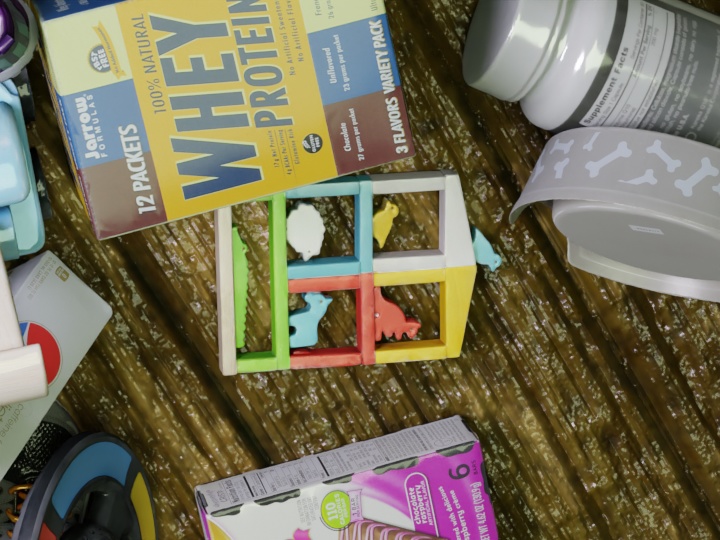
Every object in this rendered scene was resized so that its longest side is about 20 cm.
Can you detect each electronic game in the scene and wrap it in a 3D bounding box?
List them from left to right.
[{"bbox_3d":[-0.179,0.206,1.509,0.041,0.200,0.201,2,106,19],"label":"electronic game"}]

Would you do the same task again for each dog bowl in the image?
[{"bbox_3d":[0.201,-0.037,1.529,0.199,0.200,0.059,19,76,-16],"label":"dog bowl"}]

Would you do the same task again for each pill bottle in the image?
[{"bbox_3d":[0.176,-0.135,1.535,0.199,0.114,0.115,19,99,-16],"label":"pill bottle"}]

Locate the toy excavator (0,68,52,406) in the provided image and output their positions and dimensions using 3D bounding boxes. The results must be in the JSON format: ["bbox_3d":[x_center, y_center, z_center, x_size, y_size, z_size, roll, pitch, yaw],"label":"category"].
[{"bbox_3d":[-0.237,-0.029,1.421,0.099,0.200,0.196,-11,104,-9],"label":"toy excavator"}]

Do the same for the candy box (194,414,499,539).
[{"bbox_3d":[-0.004,0.195,1.606,0.199,0.061,0.137,-15,107,-8],"label":"candy box"}]

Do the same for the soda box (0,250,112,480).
[{"bbox_3d":[-0.241,0.084,1.466,0.064,0.068,0.201,43,54,-19],"label":"soda box"}]

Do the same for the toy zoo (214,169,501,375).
[{"bbox_3d":[0.000,0.000,1.578,0.199,0.020,0.132,-3,105,-11],"label":"toy zoo"}]

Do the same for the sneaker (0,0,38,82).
[{"bbox_3d":[-0.277,-0.178,1.318,0.199,0.088,0.075,26,88,-2],"label":"sneaker"}]

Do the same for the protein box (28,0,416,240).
[{"bbox_3d":[-0.093,-0.127,1.432,0.199,0.199,0.136,-15,106,-8],"label":"protein box"}]

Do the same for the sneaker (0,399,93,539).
[{"bbox_3d":[-0.218,0.184,1.547,0.078,0.077,0.201,0,102,-11],"label":"sneaker"}]
